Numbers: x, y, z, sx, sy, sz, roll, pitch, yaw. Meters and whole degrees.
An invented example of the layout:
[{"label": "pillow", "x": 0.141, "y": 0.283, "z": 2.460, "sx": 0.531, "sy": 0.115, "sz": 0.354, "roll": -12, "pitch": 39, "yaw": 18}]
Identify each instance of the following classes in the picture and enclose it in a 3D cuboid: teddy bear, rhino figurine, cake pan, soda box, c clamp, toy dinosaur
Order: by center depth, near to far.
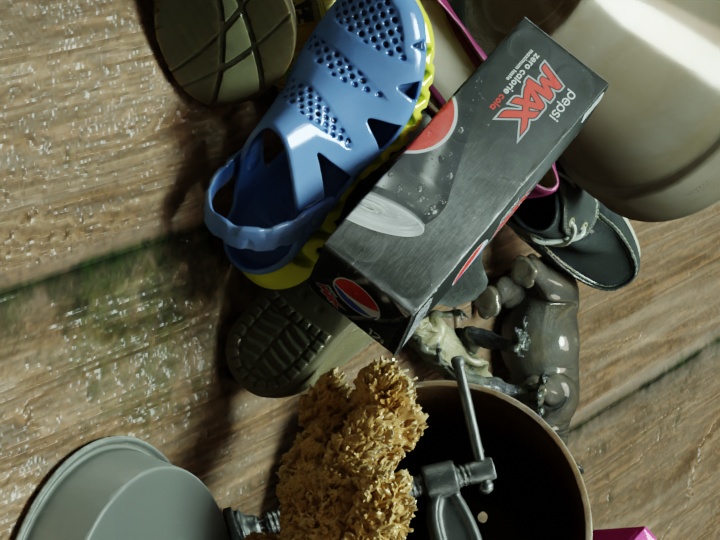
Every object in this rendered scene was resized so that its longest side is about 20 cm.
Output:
[{"label": "cake pan", "x": -0.130, "y": 0.194, "z": 1.394, "sx": 0.200, "sy": 0.037, "sz": 0.201, "roll": -16, "pitch": 109, "yaw": -60}, {"label": "teddy bear", "x": -0.020, "y": 0.142, "z": 1.427, "sx": 0.067, "sy": 0.145, "sz": 0.200, "roll": 28, "pitch": 79, "yaw": -38}, {"label": "soda box", "x": 0.057, "y": -0.051, "z": 1.456, "sx": 0.200, "sy": 0.071, "sz": 0.063, "roll": -49, "pitch": 174, "yaw": -25}, {"label": "c clamp", "x": -0.005, "y": 0.164, "z": 1.508, "sx": 0.027, "sy": 0.199, "sz": 0.171, "roll": 125, "pitch": -54, "yaw": -82}, {"label": "toy dinosaur", "x": 0.079, "y": 0.063, "z": 1.701, "sx": 0.200, "sy": 0.088, "sz": 0.048, "roll": 46, "pitch": 54, "yaw": -53}, {"label": "rhino figurine", "x": 0.129, "y": 0.084, "z": 1.817, "sx": 0.087, "sy": 0.060, "sz": 0.201, "roll": -14, "pitch": 103, "yaw": -60}]

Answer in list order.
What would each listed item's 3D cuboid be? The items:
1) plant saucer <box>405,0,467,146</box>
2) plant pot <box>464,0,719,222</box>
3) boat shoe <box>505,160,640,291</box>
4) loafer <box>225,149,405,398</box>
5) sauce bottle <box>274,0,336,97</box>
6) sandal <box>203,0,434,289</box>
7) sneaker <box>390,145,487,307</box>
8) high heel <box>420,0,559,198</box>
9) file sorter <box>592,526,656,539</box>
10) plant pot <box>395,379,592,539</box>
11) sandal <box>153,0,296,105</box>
[{"label": "plant saucer", "x": 0.033, "y": -0.156, "z": 1.625, "sx": 0.200, "sy": 0.050, "sz": 0.201, "roll": -16, "pitch": 109, "yaw": -60}, {"label": "plant pot", "x": 0.166, "y": -0.155, "z": 1.644, "sx": 0.173, "sy": 0.200, "sz": 0.201, "roll": 27, "pitch": 69, "yaw": -39}, {"label": "boat shoe", "x": 0.127, "y": -0.040, "z": 1.743, "sx": 0.200, "sy": 0.072, "sz": 0.068, "roll": 42, "pitch": 28, "yaw": -34}, {"label": "loafer", "x": 0.000, "y": 0.000, "z": 1.518, "sx": 0.200, "sy": 0.076, "sz": 0.067, "roll": -40, "pitch": 168, "yaw": -3}, {"label": "sauce bottle", "x": -0.041, "y": -0.190, "z": 1.473, "sx": 0.065, "sy": 0.065, "sz": 0.200, "roll": -49, "pitch": 133, "yaw": -47}, {"label": "sandal", "x": -0.027, "y": -0.077, "z": 1.435, "sx": 0.087, "sy": 0.079, "sz": 0.200, "roll": 4, "pitch": 116, "yaw": -62}, {"label": "sneaker", "x": 0.032, "y": -0.047, "z": 1.601, "sx": 0.104, "sy": 0.060, "sz": 0.200, "roll": -33, "pitch": 135, "yaw": -29}, {"label": "high heel", "x": 0.051, "y": -0.125, "z": 1.529, "sx": 0.067, "sy": 0.096, "sz": 0.200, "roll": -37, "pitch": 115, "yaw": -13}, {"label": "file sorter", "x": 0.143, "y": 0.288, "z": 1.684, "sx": 0.125, "sy": 0.139, "sz": 0.200, "roll": 46, "pitch": 74, "yaw": -5}, {"label": "plant pot", "x": 0.062, "y": 0.180, "z": 1.619, "sx": 0.200, "sy": 0.186, "sz": 0.187, "roll": 56, "pitch": 44, "yaw": -75}, {"label": "sandal", "x": -0.090, "y": -0.182, "z": 1.393, "sx": 0.055, "sy": 0.082, "sz": 0.200, "roll": -83, "pitch": 153, "yaw": -54}]
